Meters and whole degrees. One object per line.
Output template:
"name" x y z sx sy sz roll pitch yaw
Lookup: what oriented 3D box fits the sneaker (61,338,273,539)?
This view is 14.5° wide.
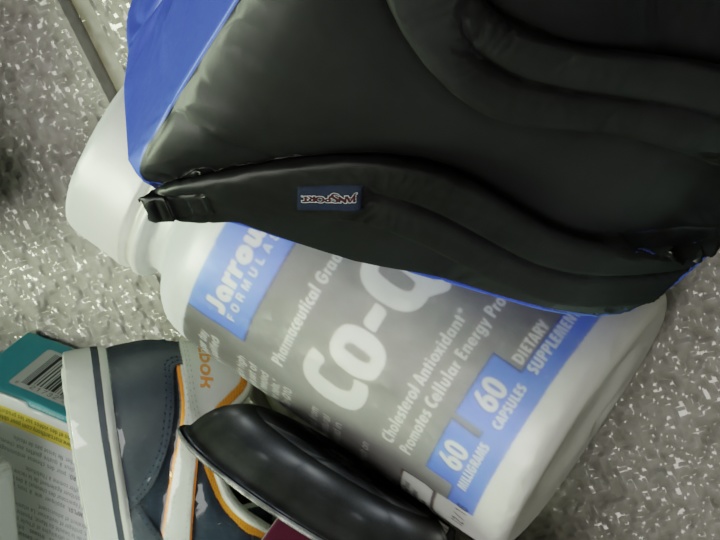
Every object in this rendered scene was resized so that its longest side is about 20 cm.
"sneaker" -0.068 0.118 1.115 0.079 0.079 0.201 -8 122 -7

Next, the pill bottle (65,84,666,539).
"pill bottle" 0.000 0.000 1.025 0.200 0.114 0.114 34 127 10

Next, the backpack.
"backpack" 0.045 -0.092 0.923 0.200 0.168 0.163 20 132 -21

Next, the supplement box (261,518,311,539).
"supplement box" -0.008 0.186 1.091 0.110 0.086 0.200 31 157 13

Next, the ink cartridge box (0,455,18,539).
"ink cartridge box" -0.225 0.116 1.192 0.200 0.083 0.147 29 130 45

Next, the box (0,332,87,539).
"box" -0.127 0.132 1.208 0.082 0.049 0.201 21 123 20

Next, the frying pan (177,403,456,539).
"frying pan" 0.016 0.097 1.037 0.190 0.115 0.031 29 94 -25
